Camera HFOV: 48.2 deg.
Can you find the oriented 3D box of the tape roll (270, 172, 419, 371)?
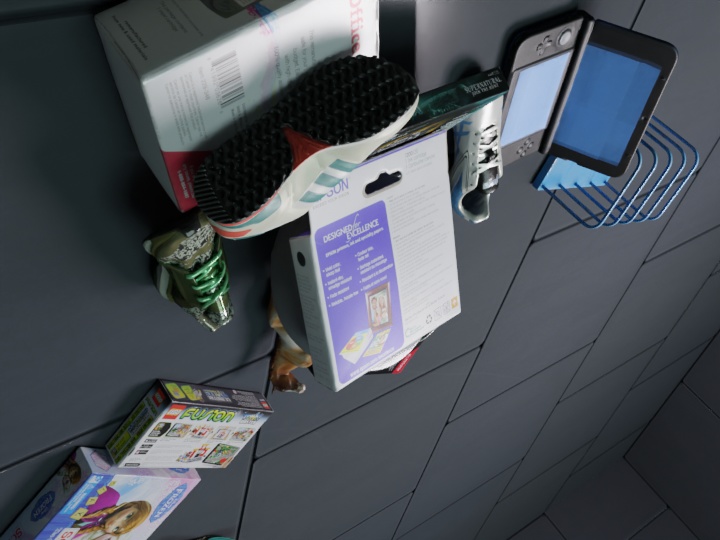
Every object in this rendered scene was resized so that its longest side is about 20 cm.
[{"bbox_3d":[0.000,0.000,0.854,0.198,0.065,0.206,-5,97,-45],"label":"tape roll"}]

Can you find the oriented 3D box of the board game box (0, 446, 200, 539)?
[{"bbox_3d":[-0.326,0.307,0.988,0.200,0.041,0.199,-48,150,9],"label":"board game box"}]

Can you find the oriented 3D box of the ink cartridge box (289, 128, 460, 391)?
[{"bbox_3d":[0.020,-0.017,0.787,0.196,0.043,0.204,-26,119,-39],"label":"ink cartridge box"}]

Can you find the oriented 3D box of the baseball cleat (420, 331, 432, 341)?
[{"bbox_3d":[0.074,0.010,0.979,0.202,0.105,0.070,-57,156,-6],"label":"baseball cleat"}]

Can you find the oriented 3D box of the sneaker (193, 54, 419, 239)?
[{"bbox_3d":[-0.042,-0.092,0.638,0.198,0.071,0.094,-37,171,-14],"label":"sneaker"}]

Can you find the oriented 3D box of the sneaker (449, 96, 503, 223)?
[{"bbox_3d":[0.142,-0.140,0.944,0.071,0.073,0.202,-27,146,-21],"label":"sneaker"}]

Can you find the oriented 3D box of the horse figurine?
[{"bbox_3d":[-0.062,0.068,0.942,0.050,0.129,0.203,-72,157,-45],"label":"horse figurine"}]

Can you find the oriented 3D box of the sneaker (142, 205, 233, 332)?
[{"bbox_3d":[-0.138,0.002,0.724,0.076,0.089,0.200,-38,172,-17],"label":"sneaker"}]

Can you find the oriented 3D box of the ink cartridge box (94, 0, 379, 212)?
[{"bbox_3d":[-0.087,-0.159,0.630,0.198,0.086,0.149,-33,151,-20],"label":"ink cartridge box"}]

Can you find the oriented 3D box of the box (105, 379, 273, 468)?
[{"bbox_3d":[-0.204,0.194,0.996,0.110,0.035,0.199,-49,150,11],"label":"box"}]

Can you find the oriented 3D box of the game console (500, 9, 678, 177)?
[{"bbox_3d":[0.254,-0.189,0.966,0.168,0.119,0.202,-26,146,-27],"label":"game console"}]

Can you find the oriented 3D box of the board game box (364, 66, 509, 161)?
[{"bbox_3d":[0.039,-0.135,0.774,0.198,0.029,0.134,-28,-179,-43],"label":"board game box"}]

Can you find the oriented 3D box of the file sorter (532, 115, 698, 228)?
[{"bbox_3d":[0.375,-0.147,1.163,0.197,0.123,0.140,-9,138,-44],"label":"file sorter"}]

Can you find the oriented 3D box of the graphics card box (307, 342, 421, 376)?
[{"bbox_3d":[0.018,0.084,1.105,0.198,0.051,0.126,4,126,-53],"label":"graphics card box"}]

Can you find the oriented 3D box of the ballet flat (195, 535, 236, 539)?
[{"bbox_3d":[-0.256,0.453,1.253,0.075,0.069,0.199,-30,151,25],"label":"ballet flat"}]
